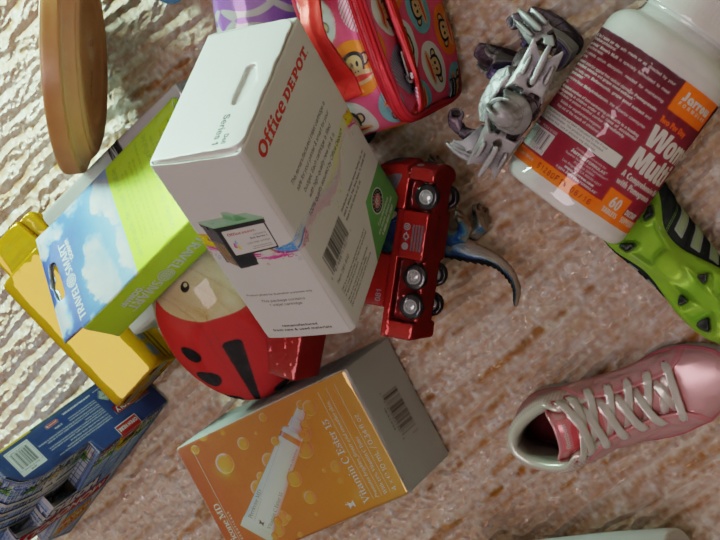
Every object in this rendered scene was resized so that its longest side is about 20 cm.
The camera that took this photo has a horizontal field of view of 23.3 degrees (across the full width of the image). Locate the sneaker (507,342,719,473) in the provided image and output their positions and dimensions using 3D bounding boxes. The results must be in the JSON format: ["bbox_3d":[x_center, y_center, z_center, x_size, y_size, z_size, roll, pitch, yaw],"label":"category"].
[{"bbox_3d":[0.212,0.119,1.440,0.200,0.105,0.076,-17,96,27],"label":"sneaker"}]

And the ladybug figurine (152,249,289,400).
[{"bbox_3d":[-0.110,0.051,1.540,0.135,0.072,0.200,-18,138,7],"label":"ladybug figurine"}]

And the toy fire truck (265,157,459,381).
[{"bbox_3d":[0.000,0.000,1.457,0.141,0.049,0.201,11,98,25],"label":"toy fire truck"}]

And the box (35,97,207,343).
[{"bbox_3d":[-0.192,-0.037,1.487,0.200,0.048,0.122,-42,52,28],"label":"box"}]

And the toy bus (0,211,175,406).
[{"bbox_3d":[-0.267,0.034,1.645,0.200,0.078,0.065,45,102,7],"label":"toy bus"}]

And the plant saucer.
[{"bbox_3d":[-0.247,-0.184,1.519,0.032,0.200,0.201,-1,106,1],"label":"plant saucer"}]

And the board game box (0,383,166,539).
[{"bbox_3d":[-0.302,0.209,1.680,0.062,0.200,0.200,42,132,9],"label":"board game box"}]

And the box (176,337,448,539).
[{"bbox_3d":[-0.044,0.164,1.575,0.200,0.097,0.125,-27,93,29],"label":"box"}]

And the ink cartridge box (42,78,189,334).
[{"bbox_3d":[-0.168,-0.059,1.575,0.200,0.084,0.146,-41,86,28],"label":"ink cartridge box"}]

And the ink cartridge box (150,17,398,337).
[{"bbox_3d":[-0.060,-0.068,1.323,0.084,0.145,0.200,-5,136,28],"label":"ink cartridge box"}]

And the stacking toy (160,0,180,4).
[{"bbox_3d":[-0.205,-0.280,1.462,0.110,0.200,0.116,-38,88,29],"label":"stacking toy"}]

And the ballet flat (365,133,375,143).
[{"bbox_3d":[-0.053,-0.189,1.493,0.073,0.073,0.200,-30,91,29],"label":"ballet flat"}]

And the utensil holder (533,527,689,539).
[{"bbox_3d":[0.182,0.306,1.473,0.199,0.170,0.171,-12,100,26],"label":"utensil holder"}]

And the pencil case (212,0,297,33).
[{"bbox_3d":[-0.086,-0.199,1.424,0.085,0.084,0.201,-1,98,50],"label":"pencil case"}]

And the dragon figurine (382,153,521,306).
[{"bbox_3d":[0.054,-0.030,1.494,0.200,0.059,0.099,48,119,6],"label":"dragon figurine"}]

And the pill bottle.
[{"bbox_3d":[0.211,-0.130,1.340,0.109,0.110,0.200,37,99,11],"label":"pill bottle"}]

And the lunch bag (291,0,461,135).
[{"bbox_3d":[0.001,-0.210,1.399,0.082,0.176,0.201,-15,98,28],"label":"lunch bag"}]

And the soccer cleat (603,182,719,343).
[{"bbox_3d":[0.249,-0.017,1.405,0.068,0.081,0.200,-43,64,16],"label":"soccer cleat"}]

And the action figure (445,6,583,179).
[{"bbox_3d":[0.117,-0.146,1.350,0.069,0.200,0.130,38,115,-4],"label":"action figure"}]
